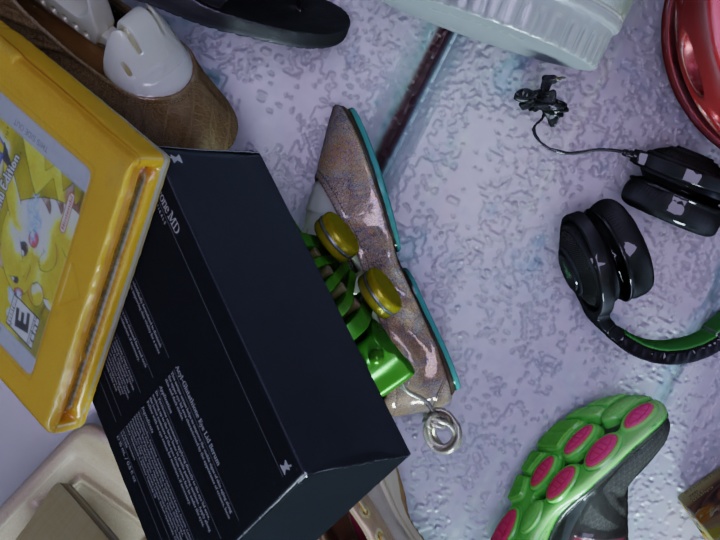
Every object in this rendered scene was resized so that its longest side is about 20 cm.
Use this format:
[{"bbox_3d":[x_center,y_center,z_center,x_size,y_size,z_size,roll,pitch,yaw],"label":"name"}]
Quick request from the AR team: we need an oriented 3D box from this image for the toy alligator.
[{"bbox_3d":[-0.004,0.035,0.766,0.059,0.054,0.200,-35,96,16],"label":"toy alligator"}]

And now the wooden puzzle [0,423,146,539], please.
[{"bbox_3d":[-0.160,0.203,0.808,0.200,0.046,0.185,-44,114,9],"label":"wooden puzzle"}]

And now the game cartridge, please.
[{"bbox_3d":[-0.201,-0.035,0.752,0.200,0.032,0.177,37,117,31],"label":"game cartridge"}]

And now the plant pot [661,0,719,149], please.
[{"bbox_3d":[0.270,-0.146,0.737,0.199,0.183,0.202,0,97,0],"label":"plant pot"}]

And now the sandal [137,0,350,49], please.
[{"bbox_3d":[-0.090,-0.176,0.762,0.200,0.075,0.048,13,122,-26],"label":"sandal"}]

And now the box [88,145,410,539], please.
[{"bbox_3d":[-0.078,0.054,0.716,0.141,0.079,0.201,-49,58,39],"label":"box"}]

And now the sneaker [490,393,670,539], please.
[{"bbox_3d":[0.137,0.166,0.836,0.084,0.077,0.201,28,98,-21],"label":"sneaker"}]

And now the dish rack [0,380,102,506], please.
[{"bbox_3d":[-0.194,0.126,0.840,0.200,0.044,0.172,44,94,-5],"label":"dish rack"}]

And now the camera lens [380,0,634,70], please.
[{"bbox_3d":[0.099,-0.232,0.740,0.159,0.160,0.201,19,96,-2],"label":"camera lens"}]

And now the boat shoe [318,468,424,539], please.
[{"bbox_3d":[0.002,0.183,0.820,0.069,0.074,0.201,-22,88,-39],"label":"boat shoe"}]

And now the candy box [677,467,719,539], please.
[{"bbox_3d":[0.300,0.117,0.798,0.200,0.115,0.055,-34,96,4],"label":"candy box"}]

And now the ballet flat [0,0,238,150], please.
[{"bbox_3d":[-0.153,-0.144,0.776,0.200,0.072,0.068,40,60,10],"label":"ballet flat"}]

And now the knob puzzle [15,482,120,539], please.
[{"bbox_3d":[-0.161,0.251,0.722,0.219,0.030,0.221,-5,78,27],"label":"knob puzzle"}]

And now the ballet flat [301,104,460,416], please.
[{"bbox_3d":[0.000,0.000,0.810,0.067,0.068,0.201,-21,95,-6],"label":"ballet flat"}]

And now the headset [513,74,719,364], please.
[{"bbox_3d":[0.169,-0.034,0.818,0.123,0.094,0.200,-42,110,0],"label":"headset"}]
